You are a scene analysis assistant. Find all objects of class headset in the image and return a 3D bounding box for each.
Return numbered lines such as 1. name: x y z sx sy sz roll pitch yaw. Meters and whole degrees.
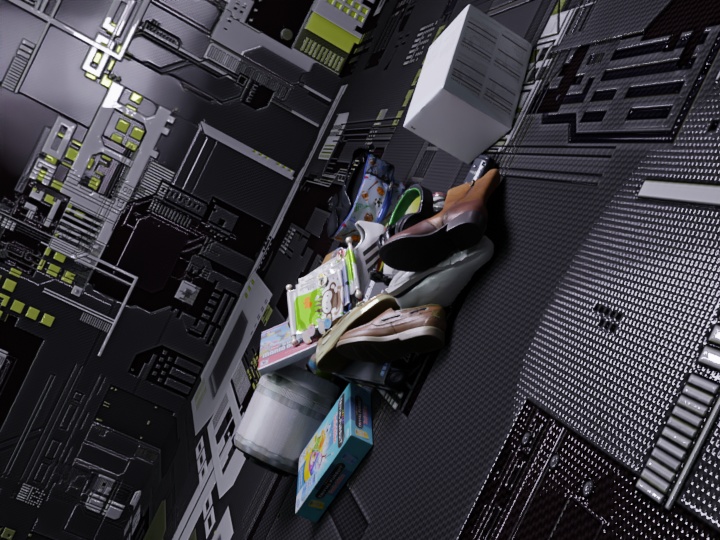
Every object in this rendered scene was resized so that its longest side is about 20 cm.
1. headset: 0.067 -0.060 1.562 0.123 0.093 0.202 -33 41 55

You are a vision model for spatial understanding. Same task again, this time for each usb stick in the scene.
1. usb stick: 0.177 -0.107 1.576 0.202 0.032 0.055 -63 14 2

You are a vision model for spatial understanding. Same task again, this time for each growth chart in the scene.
1. growth chart: -0.071 0.047 1.711 0.199 0.018 0.146 -35 55 29

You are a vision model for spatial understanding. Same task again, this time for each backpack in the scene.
1. backpack: 0.006 -0.138 1.988 0.201 0.153 0.192 -59 6 41

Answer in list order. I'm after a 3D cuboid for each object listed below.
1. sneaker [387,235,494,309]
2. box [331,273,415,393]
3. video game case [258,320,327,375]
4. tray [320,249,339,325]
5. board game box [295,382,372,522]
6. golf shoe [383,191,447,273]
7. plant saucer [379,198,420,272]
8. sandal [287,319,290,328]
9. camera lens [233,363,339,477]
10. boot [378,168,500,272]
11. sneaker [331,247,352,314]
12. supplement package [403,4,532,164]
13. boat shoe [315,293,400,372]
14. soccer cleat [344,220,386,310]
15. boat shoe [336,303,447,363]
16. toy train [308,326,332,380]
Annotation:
1. sneaker: 0.140 0.010 1.452 0.199 0.081 0.077 -28 19 33
2. box: 0.044 0.105 1.582 0.159 0.043 0.202 3 67 56
3. video game case: -0.134 0.138 1.793 0.141 0.018 0.200 -23 17 3
4. tray: -0.050 0.035 1.912 0.037 0.099 0.200 -28 14 17
5. board game box: -0.048 0.323 1.611 0.201 0.046 0.152 -58 16 24
6. golf shoe: 0.099 -0.050 1.651 0.201 0.072 0.092 -59 4 19
7. plant saucer: 0.071 -0.045 1.809 0.201 0.047 0.200 -57 16 24
8. sandal: -0.110 0.066 1.867 0.074 0.046 0.200 -18 18 17
9. camera lens: -0.147 0.292 1.778 0.202 0.159 0.160 -66 15 -8
10. boot: 0.130 -0.091 1.473 0.187 0.069 0.201 -27 22 29
11. sneaker: -0.022 0.028 1.829 0.075 0.078 0.201 -40 48 22
12. supplement package: 0.198 -0.339 1.657 0.152 0.149 0.202 -37 30 58
13. boat shoe: -0.010 0.097 1.557 0.201 0.073 0.064 -48 37 31
14. soccer cleat: 0.000 0.000 1.720 0.069 0.084 0.202 145 144 -70
15. boat shoe: 0.053 0.102 1.476 0.198 0.072 0.069 -9 53 28
16. toy train: -0.062 0.174 1.857 0.200 0.084 0.117 -125 52 -72
